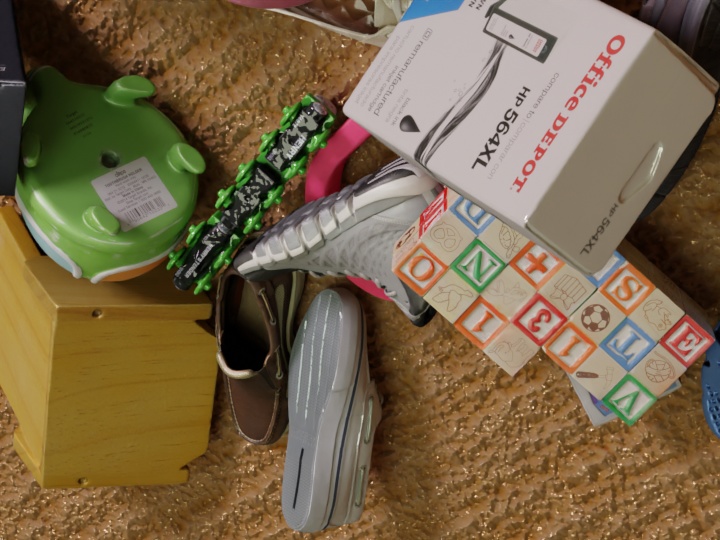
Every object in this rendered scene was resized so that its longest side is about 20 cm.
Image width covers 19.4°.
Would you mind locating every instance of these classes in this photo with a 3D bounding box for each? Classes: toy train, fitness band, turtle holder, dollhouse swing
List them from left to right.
[{"bbox_3d":[-0.217,-0.070,1.642,0.185,0.141,0.132,28,148,2],"label":"turtle holder"},{"bbox_3d":[-0.225,0.053,1.798,0.180,0.176,0.201,-1,128,-14],"label":"dollhouse swing"},{"bbox_3d":[-0.079,-0.058,1.586,0.042,0.056,0.200,41,120,1],"label":"toy train"},{"bbox_3d":[0.042,-0.060,1.543,0.144,0.037,0.200,51,132,0],"label":"fitness band"}]

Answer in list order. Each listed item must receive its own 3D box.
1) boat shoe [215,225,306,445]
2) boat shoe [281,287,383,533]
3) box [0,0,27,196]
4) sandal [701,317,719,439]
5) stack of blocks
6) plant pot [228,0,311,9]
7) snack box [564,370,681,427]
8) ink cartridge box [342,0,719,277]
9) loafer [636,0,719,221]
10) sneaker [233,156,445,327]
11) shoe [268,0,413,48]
[{"bbox_3d":[-0.090,0.064,1.683,0.074,0.075,0.204,18,127,24],"label":"boat shoe"},{"bbox_3d":[-0.017,0.109,1.672,0.073,0.066,0.202,34,118,52],"label":"boat shoe"},{"bbox_3d":[-0.336,-0.154,1.597,0.147,0.201,0.105,2,128,-15],"label":"box"},{"bbox_3d":[0.272,0.047,1.418,0.079,0.087,0.201,26,132,16],"label":"sandal"},{"bbox_3d":[0.132,0.015,1.450,0.200,0.059,0.115,40,106,-10],"label":"stack of blocks"},{"bbox_3d":[-0.055,-0.276,1.375,0.199,0.200,0.179,34,147,11],"label":"plant pot"},{"bbox_3d":[0.154,0.011,1.493,0.072,0.024,0.201,-26,106,9],"label":"snack box"},{"bbox_3d":[0.105,-0.108,1.337,0.084,0.147,0.200,33,-179,-43],"label":"ink cartridge box"},{"bbox_3d":[0.198,-0.127,1.380,0.063,0.072,0.201,42,130,31],"label":"loafer"},{"bbox_3d":[0.000,0.000,1.536,0.199,0.075,0.116,-25,102,42],"label":"sneaker"},{"bbox_3d":[0.002,-0.185,1.475,0.199,0.053,0.070,19,128,23],"label":"shoe"}]
